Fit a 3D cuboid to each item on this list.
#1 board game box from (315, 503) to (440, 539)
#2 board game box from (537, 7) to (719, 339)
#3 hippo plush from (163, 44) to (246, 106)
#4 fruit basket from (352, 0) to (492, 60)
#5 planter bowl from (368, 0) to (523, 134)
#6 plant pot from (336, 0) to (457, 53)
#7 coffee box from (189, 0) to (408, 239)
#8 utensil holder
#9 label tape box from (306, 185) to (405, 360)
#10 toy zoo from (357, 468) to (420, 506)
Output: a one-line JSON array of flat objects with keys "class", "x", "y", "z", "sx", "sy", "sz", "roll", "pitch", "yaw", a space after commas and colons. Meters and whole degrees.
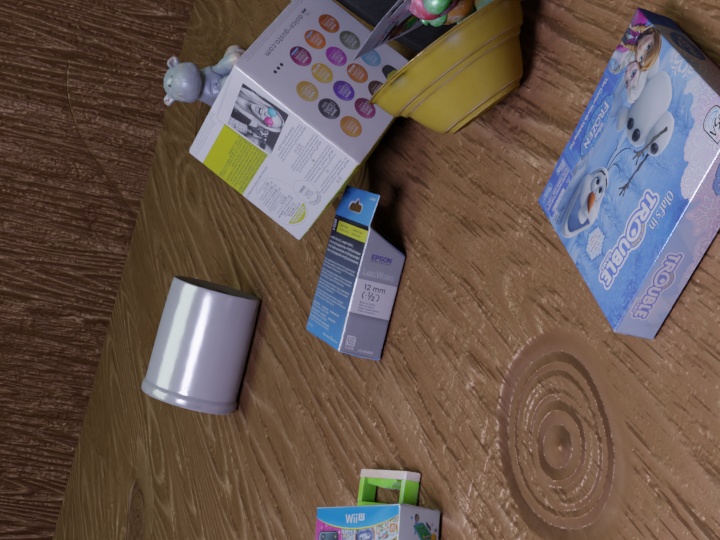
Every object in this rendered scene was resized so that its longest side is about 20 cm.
[{"class": "board game box", "x": 0.011, "y": 0.354, "z": 1.252, "sx": 0.147, "sy": 0.064, "sz": 0.203, "roll": -16, "pitch": 64, "yaw": 49}, {"class": "board game box", "x": 0.235, "y": -0.084, "z": 0.978, "sx": 0.200, "sy": 0.043, "sz": 0.202, "roll": -110, "pitch": 37, "yaw": -53}, {"class": "hippo plush", "x": -0.326, "y": -0.408, "z": 2.469, "sx": 0.200, "sy": 0.159, "sz": 0.161, "roll": -147, "pitch": 70, "yaw": -68}, {"class": "fruit basket", "x": 0.100, "y": -0.302, "z": 1.267, "sx": 0.200, "sy": 0.094, "sz": 0.185, "roll": -39, "pitch": -2, "yaw": -34}, {"class": "planter bowl", "x": 0.112, "y": -0.204, "z": 1.255, "sx": 0.084, "sy": 0.200, "sz": 0.200, "roll": 54, "pitch": 151, "yaw": 0}, {"class": "plant pot", "x": 0.047, "y": -0.411, "z": 1.467, "sx": 0.201, "sy": 0.175, "sz": 0.201, "roll": -102, "pitch": 30, "yaw": -48}, {"class": "coffee box", "x": -0.071, "y": -0.204, "z": 1.544, "sx": 0.200, "sy": 0.197, "sz": 0.200, "roll": -55, "pitch": 4, "yaw": -38}, {"class": "utensil holder", "x": -0.270, "y": 0.127, "z": 2.029, "sx": 0.170, "sy": 0.168, "sz": 0.202, "roll": -158, "pitch": 84, "yaw": -69}, {"class": "label tape box", "x": 0.000, "y": 0.000, "z": 1.526, "sx": 0.143, "sy": 0.065, "sz": 0.202, "roll": -155, "pitch": 81, "yaw": -69}, {"class": "toy zoo", "x": 0.021, "y": 0.330, "z": 1.345, "sx": 0.131, "sy": 0.020, "sz": 0.203, "roll": 162, "pitch": 118, "yaw": -66}]
